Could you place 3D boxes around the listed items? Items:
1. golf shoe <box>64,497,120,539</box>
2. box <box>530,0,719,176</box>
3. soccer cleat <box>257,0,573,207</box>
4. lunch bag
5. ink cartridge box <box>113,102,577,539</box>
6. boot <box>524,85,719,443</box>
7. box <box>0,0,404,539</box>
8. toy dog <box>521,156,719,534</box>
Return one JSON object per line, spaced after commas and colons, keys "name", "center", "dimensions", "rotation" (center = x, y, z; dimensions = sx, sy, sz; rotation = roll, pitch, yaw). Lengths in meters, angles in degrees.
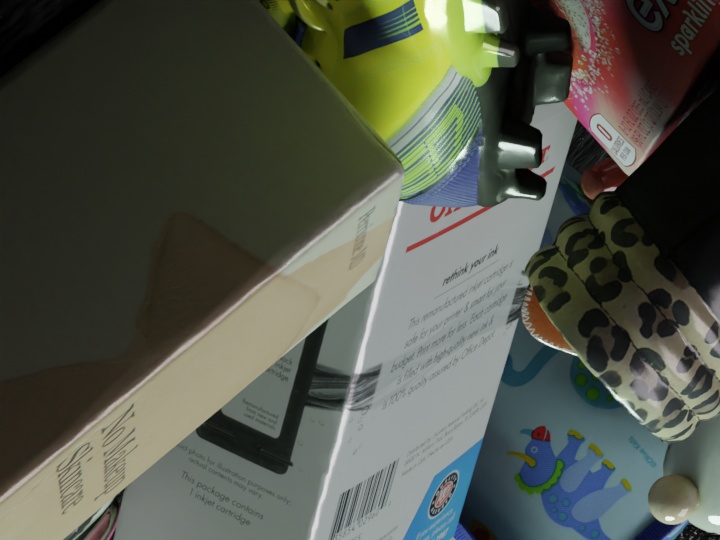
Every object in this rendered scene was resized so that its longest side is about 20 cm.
{"name": "golf shoe", "center": [-0.137, 0.084, 0.802], "dimensions": [0.200, 0.072, 0.092], "rotation": [-47, 168, -36]}
{"name": "box", "center": [0.087, -0.119, 0.679], "dimensions": [0.095, 0.100, 0.200], "rotation": [-39, 171, -20]}
{"name": "soccer cleat", "center": [0.001, -0.072, 0.656], "dimensions": [0.200, 0.083, 0.065], "rotation": [74, 29, -64]}
{"name": "lunch bag", "center": [0.035, 0.064, 1.088], "dimensions": [0.200, 0.170, 0.127], "rotation": [-42, 171, 12]}
{"name": "ink cartridge box", "center": [0.000, 0.000, 0.842], "dimensions": [0.116, 0.068, 0.201], "rotation": [-29, 140, -57]}
{"name": "boot", "center": [0.123, -0.025, 0.734], "dimensions": [0.154, 0.074, 0.203], "rotation": [-41, 167, 8]}
{"name": "box", "center": [-0.090, 0.022, 0.660], "dimensions": [0.200, 0.078, 0.095], "rotation": [-40, 170, -13]}
{"name": "toy dog", "center": [0.103, 0.009, 0.864], "dimensions": [0.096, 0.201, 0.132], "rotation": [-27, -156, -29]}
